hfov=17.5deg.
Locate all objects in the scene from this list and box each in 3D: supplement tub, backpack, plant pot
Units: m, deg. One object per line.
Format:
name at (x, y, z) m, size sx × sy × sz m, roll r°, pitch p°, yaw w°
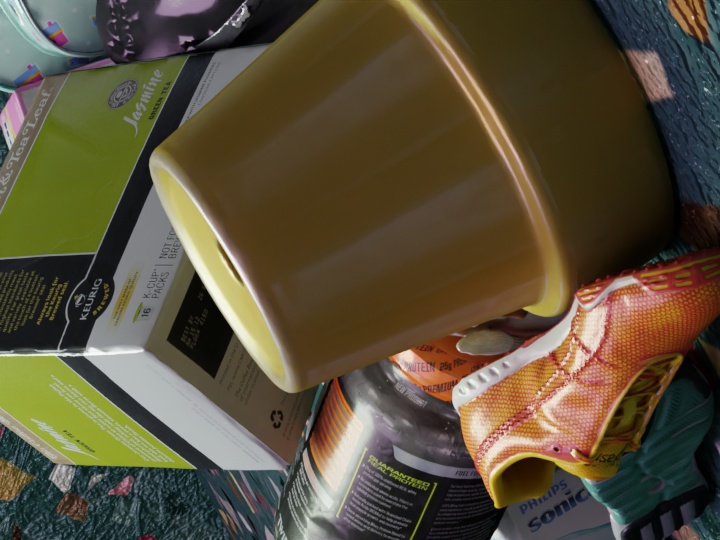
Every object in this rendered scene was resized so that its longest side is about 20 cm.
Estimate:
supplement tub at (0.032, 0.095, 1.301) m, size 0.123 × 0.122 × 0.200 m, roll 52°, pitch 139°, yaw 30°
backpack at (-0.208, -0.214, 1.583) m, size 0.176 × 0.200 × 0.153 m, roll 64°, pitch 171°, yaw -23°
plant pot at (0.013, -0.047, 1.087) m, size 0.201 × 0.189 × 0.201 m, roll 56°, pitch 169°, yaw 17°

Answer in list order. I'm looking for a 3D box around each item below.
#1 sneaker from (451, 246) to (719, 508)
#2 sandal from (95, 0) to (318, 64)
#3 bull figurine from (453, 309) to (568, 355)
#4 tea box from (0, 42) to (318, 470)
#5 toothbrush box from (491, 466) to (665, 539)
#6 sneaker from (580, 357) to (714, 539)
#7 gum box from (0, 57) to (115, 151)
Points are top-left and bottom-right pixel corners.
sneaker at (0.116, 0.048, 1.065) m, size 0.200 × 0.073 × 0.077 m, roll -47°, pitch 61°, yaw 52°
sandal at (-0.080, -0.153, 1.321) m, size 0.200 × 0.043 × 0.076 m, roll -18°, pitch 88°, yaw 40°
bull figurine at (0.041, -0.032, 1.239) m, size 0.200 × 0.121 × 0.065 m, roll 45°, pitch 137°, yaw 30°
tea box at (-0.114, -0.005, 1.335) m, size 0.196 × 0.200 × 0.134 m, roll -1°, pitch 147°, yaw 41°
toothbrush box at (0.131, 0.181, 1.444) m, size 0.200 × 0.085 × 0.146 m, roll 63°, pitch 169°, yaw -19°
sneaker at (0.130, 0.074, 1.202) m, size 0.088 × 0.074 × 0.200 m, roll 59°, pitch 171°, yaw 27°
gum box at (-0.130, -0.111, 1.547) m, size 0.113 × 0.199 × 0.066 m, roll 161°, pitch 90°, yaw -76°
